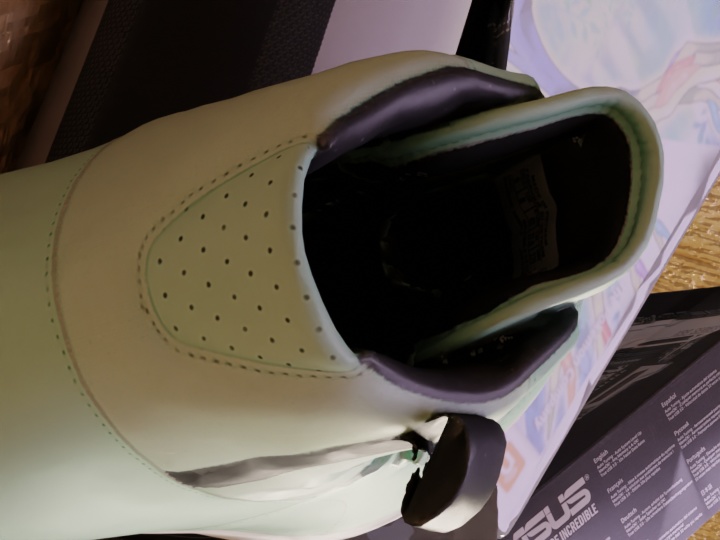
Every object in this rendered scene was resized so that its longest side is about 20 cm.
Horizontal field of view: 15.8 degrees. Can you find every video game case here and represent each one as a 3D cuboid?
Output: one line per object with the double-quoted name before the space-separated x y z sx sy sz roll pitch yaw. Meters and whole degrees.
"video game case" 0.041 -0.056 0.741 0.200 0.022 0.183 -57 131 -24

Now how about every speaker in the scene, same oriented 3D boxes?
"speaker" -0.020 -0.046 0.550 0.081 0.081 0.201 99 8 -61

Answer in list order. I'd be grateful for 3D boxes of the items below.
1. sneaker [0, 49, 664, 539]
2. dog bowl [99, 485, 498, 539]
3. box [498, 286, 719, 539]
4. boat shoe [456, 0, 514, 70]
"sneaker" 0.014 0.005 0.422 0.200 0.118 0.074 -11 87 -56
"dog bowl" -0.043 0.111 0.602 0.201 0.058 0.200 -56 -165 24
"box" 0.038 0.076 0.857 0.200 0.050 0.157 -35 -164 -33
"boat shoe" 0.026 -0.097 0.657 0.067 0.072 0.201 -2 -117 51
